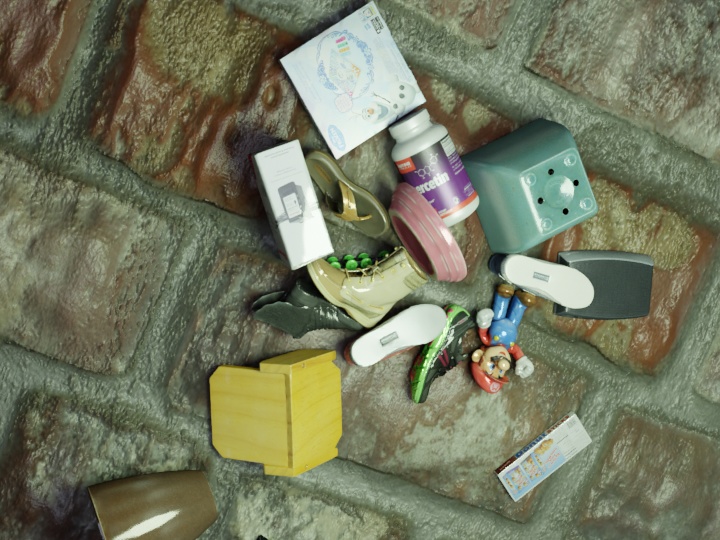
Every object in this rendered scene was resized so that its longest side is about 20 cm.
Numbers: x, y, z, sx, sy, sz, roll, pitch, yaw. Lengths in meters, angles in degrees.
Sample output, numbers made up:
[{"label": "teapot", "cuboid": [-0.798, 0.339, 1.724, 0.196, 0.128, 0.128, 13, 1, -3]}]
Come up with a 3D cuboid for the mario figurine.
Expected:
[{"label": "mario figurine", "cuboid": [0.275, 0.135, 1.658, 0.121, 0.106, 0.204, 16, 88, 19]}]

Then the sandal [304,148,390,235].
[{"label": "sandal", "cuboid": [-0.033, -0.130, 1.573, 0.200, 0.080, 0.054, 45, 48, -9]}]

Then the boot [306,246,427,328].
[{"label": "boot", "cuboid": [0.013, 0.006, 1.556, 0.154, 0.074, 0.199, -36, 128, 19]}]

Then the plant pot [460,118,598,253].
[{"label": "plant pot", "cuboid": [0.319, -0.149, 1.582, 0.193, 0.200, 0.199, -25, 101, -7]}]

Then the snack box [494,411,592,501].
[{"label": "snack box", "cuboid": [0.365, 0.371, 1.753, 0.198, 0.024, 0.073, -37, 104, -4]}]

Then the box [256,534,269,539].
[{"label": "box", "cuboid": [-0.170, 0.632, 1.646, 0.146, 0.104, 0.203, 29, 92, -13]}]

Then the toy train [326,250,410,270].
[{"label": "toy train", "cuboid": [0.000, 0.000, 1.624, 0.195, 0.042, 0.058, -7, 110, -9]}]

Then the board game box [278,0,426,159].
[{"label": "board game box", "cuboid": [-0.014, -0.338, 1.570, 0.197, 0.043, 0.202, -32, 103, -6]}]

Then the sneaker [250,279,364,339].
[{"label": "sneaker", "cuboid": [-0.094, 0.085, 1.607, 0.198, 0.060, 0.105, 30, 113, -29]}]

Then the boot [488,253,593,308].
[{"label": "boot", "cuboid": [0.343, 0.012, 1.666, 0.197, 0.090, 0.074, 22, 91, -15]}]

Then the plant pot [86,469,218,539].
[{"label": "plant pot", "cuboid": [-0.361, 0.435, 1.559, 0.197, 0.186, 0.191, -19, 101, -22]}]

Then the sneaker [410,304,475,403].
[{"label": "sneaker", "cuboid": [0.156, 0.166, 1.658, 0.083, 0.077, 0.203, 27, 93, -9]}]

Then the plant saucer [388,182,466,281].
[{"label": "plant saucer", "cuboid": [0.111, -0.058, 1.552, 0.050, 0.200, 0.203, -34, 103, -8]}]

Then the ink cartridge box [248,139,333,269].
[{"label": "ink cartridge box", "cuboid": [-0.123, -0.117, 1.528, 0.082, 0.145, 0.204, -20, 101, -10]}]

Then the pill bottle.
[{"label": "pill bottle", "cuboid": [0.128, -0.183, 1.584, 0.111, 0.112, 0.203, -29, 102, -5]}]

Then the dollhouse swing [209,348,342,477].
[{"label": "dollhouse swing", "cuboid": [-0.156, 0.253, 1.632, 0.180, 0.173, 0.205, -12, 103, -51]}]

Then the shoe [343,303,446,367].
[{"label": "shoe", "cuboid": [0.061, 0.121, 1.628, 0.197, 0.091, 0.073, -25, 90, -14]}]

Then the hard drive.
[{"label": "hard drive", "cuboid": [0.480, 0.031, 1.717, 0.195, 0.042, 0.138, 2, 97, -11]}]
